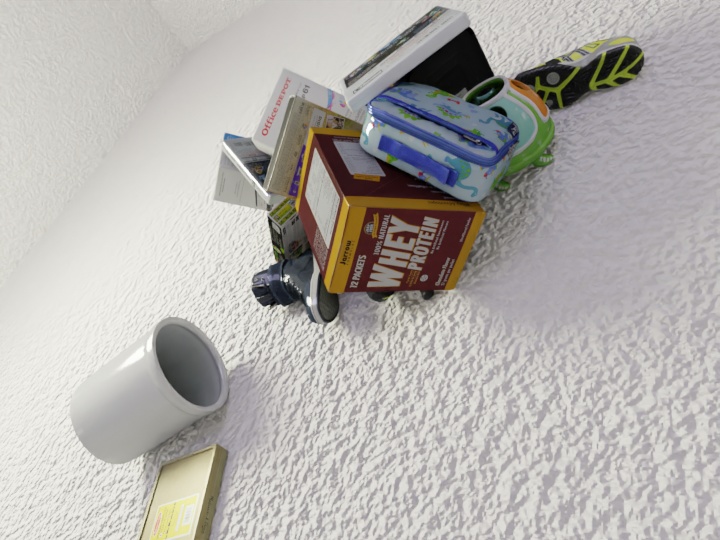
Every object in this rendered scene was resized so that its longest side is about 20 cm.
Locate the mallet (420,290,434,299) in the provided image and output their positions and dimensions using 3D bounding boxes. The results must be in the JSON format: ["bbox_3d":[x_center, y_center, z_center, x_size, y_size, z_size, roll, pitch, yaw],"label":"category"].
[{"bbox_3d":[0.077,-0.028,0.883,0.066,0.041,0.200,-38,40,1],"label":"mallet"}]

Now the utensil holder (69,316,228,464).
[{"bbox_3d":[-0.347,0.202,0.930,0.198,0.170,0.171,-34,35,14],"label":"utensil holder"}]

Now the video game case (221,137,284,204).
[{"bbox_3d":[-0.146,-0.208,1.116,0.198,0.024,0.182,-17,54,-40],"label":"video game case"}]

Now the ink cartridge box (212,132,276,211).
[{"bbox_3d":[-0.198,-0.198,1.178,0.146,0.196,0.085,-99,25,-49],"label":"ink cartridge box"}]

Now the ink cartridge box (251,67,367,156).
[{"bbox_3d":[-0.083,-0.259,1.047,0.085,0.197,0.147,19,-85,-88],"label":"ink cartridge box"}]

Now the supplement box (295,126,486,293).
[{"bbox_3d":[0.031,-0.086,0.791,0.202,0.193,0.135,-115,32,-45],"label":"supplement box"}]

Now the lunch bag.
[{"bbox_3d":[0.107,-0.179,0.762,0.198,0.084,0.161,30,41,18],"label":"lunch bag"}]

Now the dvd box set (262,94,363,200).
[{"bbox_3d":[-0.040,-0.167,0.888,0.029,0.197,0.149,30,103,61],"label":"dvd box set"}]

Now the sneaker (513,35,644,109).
[{"bbox_3d":[0.346,-0.319,0.908,0.196,0.076,0.077,-7,39,25],"label":"sneaker"}]

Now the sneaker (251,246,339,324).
[{"bbox_3d":[-0.113,0.041,0.938,0.144,0.078,0.203,-21,28,8],"label":"sneaker"}]

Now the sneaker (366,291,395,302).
[{"bbox_3d":[0.000,0.000,0.903,0.081,0.074,0.201,-42,27,9],"label":"sneaker"}]

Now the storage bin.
[{"bbox_3d":[0.150,-0.299,0.950,0.134,0.201,0.094,-38,34,4],"label":"storage bin"}]

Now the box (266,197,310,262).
[{"bbox_3d":[-0.108,-0.080,0.992,0.035,0.201,0.110,40,72,10],"label":"box"}]

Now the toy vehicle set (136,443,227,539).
[{"bbox_3d":[-0.262,0.358,0.799,0.123,0.027,0.202,-24,39,24],"label":"toy vehicle set"}]

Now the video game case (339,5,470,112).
[{"bbox_3d":[0.057,-0.322,0.845,0.198,0.023,0.183,-35,26,12],"label":"video game case"}]

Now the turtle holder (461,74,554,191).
[{"bbox_3d":[0.200,-0.217,0.876,0.183,0.132,0.143,-9,46,37],"label":"turtle holder"}]
